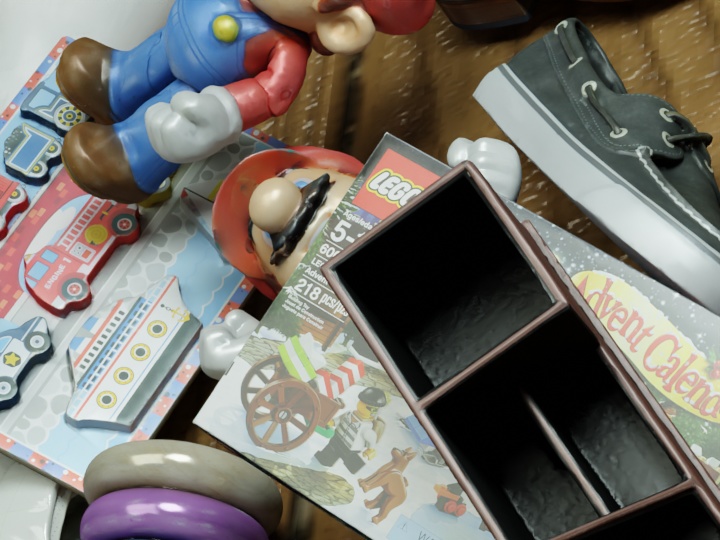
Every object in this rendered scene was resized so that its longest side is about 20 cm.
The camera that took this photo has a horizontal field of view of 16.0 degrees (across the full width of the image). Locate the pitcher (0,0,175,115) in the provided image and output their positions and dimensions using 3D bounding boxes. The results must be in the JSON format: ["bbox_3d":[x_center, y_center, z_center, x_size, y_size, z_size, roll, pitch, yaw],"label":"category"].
[{"bbox_3d":[-0.155,-0.151,1.329,0.172,0.121,0.200,5,74,43],"label":"pitcher"}]

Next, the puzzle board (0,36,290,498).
[{"bbox_3d":[-0.126,-0.007,1.162,0.151,0.017,0.200,26,62,15],"label":"puzzle board"}]

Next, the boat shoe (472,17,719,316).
[{"bbox_3d":[0.107,-0.045,1.022,0.057,0.069,0.200,-46,36,5],"label":"boat shoe"}]

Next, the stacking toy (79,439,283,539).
[{"bbox_3d":[-0.088,0.173,1.034,0.085,0.085,0.200,-14,55,38],"label":"stacking toy"}]

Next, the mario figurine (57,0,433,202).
[{"bbox_3d":[-0.058,-0.119,1.101,0.200,0.106,0.124,-35,80,25],"label":"mario figurine"}]

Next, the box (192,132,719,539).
[{"bbox_3d":[0.054,0.053,0.953,0.200,0.038,0.137,30,83,26],"label":"box"}]

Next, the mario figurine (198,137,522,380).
[{"bbox_3d":[0.000,0.000,1.056,0.123,0.106,0.200,-28,38,-27],"label":"mario figurine"}]

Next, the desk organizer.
[{"bbox_3d":[0.071,0.064,0.878,0.072,0.077,0.200,-36,63,5],"label":"desk organizer"}]

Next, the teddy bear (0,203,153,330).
[{"bbox_3d":[-0.180,0.016,1.212,0.200,0.067,0.145,-27,28,-22],"label":"teddy bear"}]

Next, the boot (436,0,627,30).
[{"bbox_3d":[0.091,-0.169,1.106,0.200,0.097,0.075,-15,41,36],"label":"boot"}]

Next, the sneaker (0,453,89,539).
[{"bbox_3d":[-0.160,0.099,1.183,0.116,0.074,0.200,-18,40,13],"label":"sneaker"}]
